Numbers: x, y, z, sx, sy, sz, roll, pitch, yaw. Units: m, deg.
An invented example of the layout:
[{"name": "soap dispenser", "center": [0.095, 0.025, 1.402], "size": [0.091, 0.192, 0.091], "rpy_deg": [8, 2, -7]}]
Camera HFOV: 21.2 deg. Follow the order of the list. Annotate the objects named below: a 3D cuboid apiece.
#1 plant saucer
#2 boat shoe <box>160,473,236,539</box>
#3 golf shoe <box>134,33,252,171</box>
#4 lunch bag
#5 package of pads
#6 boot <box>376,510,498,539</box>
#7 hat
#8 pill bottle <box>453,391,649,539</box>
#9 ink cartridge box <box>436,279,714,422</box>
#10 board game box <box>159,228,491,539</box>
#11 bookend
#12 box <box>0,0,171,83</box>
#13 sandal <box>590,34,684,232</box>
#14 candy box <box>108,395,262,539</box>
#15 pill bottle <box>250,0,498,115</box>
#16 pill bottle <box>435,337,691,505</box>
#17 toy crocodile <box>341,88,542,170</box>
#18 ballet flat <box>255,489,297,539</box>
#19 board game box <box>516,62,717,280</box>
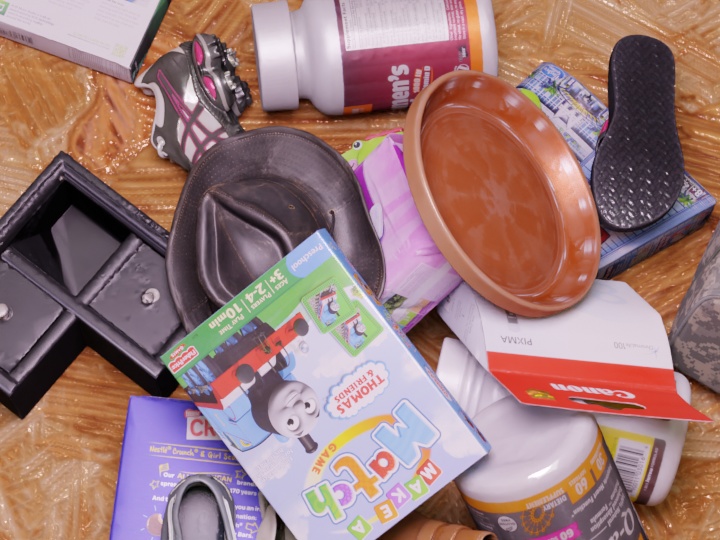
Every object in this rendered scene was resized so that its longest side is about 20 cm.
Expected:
[{"name": "plant saucer", "center": [0.106, -0.057, 1.465], "size": [0.200, 0.032, 0.201], "rpy_deg": [24, 52, -35]}, {"name": "boat shoe", "center": [-0.122, 0.247, 1.413], "size": [0.072, 0.062, 0.201], "rpy_deg": [2, 72, -2]}, {"name": "golf shoe", "center": [-0.125, -0.099, 1.624], "size": [0.088, 0.077, 0.201], "rpy_deg": [-23, 69, 11]}, {"name": "lunch bag", "center": [0.363, 0.025, 1.558], "size": [0.199, 0.140, 0.168], "rpy_deg": [26, 55, 7]}, {"name": "package of pads", "center": [0.000, 0.000, 1.514], "size": [0.075, 0.200, 0.121], "rpy_deg": [17, 38, -41]}, {"name": "boot", "center": [0.039, 0.198, 1.422], "size": [0.076, 0.155, 0.201], "rpy_deg": [10, 74, -33]}, {"name": "hat", "center": [-0.083, -0.015, 1.448], "size": [0.200, 0.081, 0.202], "rpy_deg": [-3, 83, 25]}, {"name": "pill bottle", "center": [0.153, 0.196, 1.445], "size": [0.116, 0.116, 0.201], "rpy_deg": [-34, 119, -13]}, {"name": "ink cartridge box", "center": [0.162, 0.053, 1.457], "size": [0.159, 0.200, 0.047], "rpy_deg": [7, 106, -18]}, {"name": "board game box", "center": [-0.025, 0.095, 1.386], "size": [0.151, 0.037, 0.200], "rpy_deg": [-38, 87, 8]}, {"name": "bookend", "center": [-0.226, 0.047, 1.546], "size": [0.198, 0.092, 0.200], "rpy_deg": [37, 74, 11]}, {"name": "box", "center": [-0.229, -0.278, 1.695], "size": [0.144, 0.036, 0.201], "rpy_deg": [20, 72, 5]}, {"name": "sandal", "center": [0.228, -0.107, 1.585], "size": [0.075, 0.045, 0.201], "rpy_deg": [13, 55, -3]}, {"name": "candy box", "center": [-0.109, 0.209, 1.499], "size": [0.168, 0.077, 0.201], "rpy_deg": [7, 72, 0]}, {"name": "pill bottle", "center": [0.011, -0.190, 1.631], "size": [0.199, 0.110, 0.110], "rpy_deg": [-7, 70, -4]}, {"name": "pill bottle", "center": [0.154, 0.113, 1.527], "size": [0.199, 0.109, 0.110], "rpy_deg": [14, 70, 3]}, {"name": "toy crocodile", "center": [0.056, -0.099, 1.581], "size": [0.199, 0.067, 0.062], "rpy_deg": [-15, 63, 20]}, {"name": "ballet flat", "center": [-0.051, 0.246, 1.411], "size": [0.069, 0.069, 0.201], "rpy_deg": [-2, 69, -3]}, {"name": "board game box", "center": [0.156, -0.052, 1.612], "size": [0.200, 0.062, 0.200], "rpy_deg": [-42, 77, -16]}]
